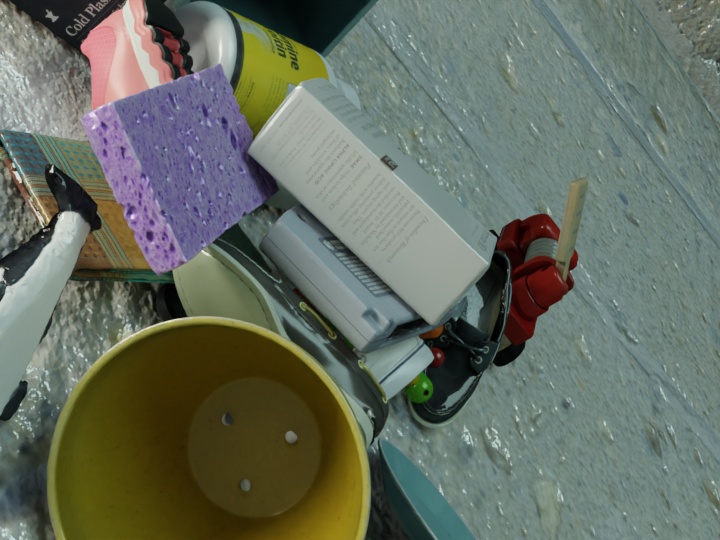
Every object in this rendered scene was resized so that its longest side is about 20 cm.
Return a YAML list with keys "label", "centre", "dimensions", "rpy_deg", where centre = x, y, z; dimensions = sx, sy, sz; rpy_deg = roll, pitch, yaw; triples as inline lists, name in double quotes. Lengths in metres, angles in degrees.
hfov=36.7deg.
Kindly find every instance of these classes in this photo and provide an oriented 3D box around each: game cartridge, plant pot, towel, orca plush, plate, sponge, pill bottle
- label: "game cartridge"
  centre: [0.000, 0.000, 0.878]
  dimensions: [0.133, 0.042, 0.200]
  rpy_deg: [41, 17, 16]
- label: "plant pot"
  centre: [-0.091, -0.365, 1.122]
  dimensions: [0.195, 0.196, 0.201]
  rpy_deg: [16, 40, -48]
- label: "towel"
  centre: [-0.173, -0.045, 0.841]
  dimensions: [0.199, 0.022, 0.147]
  rpy_deg: [2, 45, -52]
- label: "orca plush"
  centre: [-0.236, 0.020, 0.668]
  dimensions: [0.105, 0.070, 0.202]
  rpy_deg: [88, 19, -66]
- label: "plant pot"
  centre: [-0.084, 0.128, 0.711]
  dimensions: [0.202, 0.199, 0.142]
  rpy_deg: [60, 6, 3]
- label: "plate"
  centre: [0.070, 0.228, 0.916]
  dimensions: [0.201, 0.026, 0.200]
  rpy_deg: [51, 2, -3]
- label: "sponge"
  centre: [-0.121, -0.079, 0.772]
  dimensions: [0.113, 0.030, 0.200]
  rpy_deg: [66, 19, -11]
- label: "pill bottle"
  centre: [-0.092, -0.164, 1.003]
  dimensions: [0.199, 0.111, 0.113]
  rpy_deg: [13, 52, -50]

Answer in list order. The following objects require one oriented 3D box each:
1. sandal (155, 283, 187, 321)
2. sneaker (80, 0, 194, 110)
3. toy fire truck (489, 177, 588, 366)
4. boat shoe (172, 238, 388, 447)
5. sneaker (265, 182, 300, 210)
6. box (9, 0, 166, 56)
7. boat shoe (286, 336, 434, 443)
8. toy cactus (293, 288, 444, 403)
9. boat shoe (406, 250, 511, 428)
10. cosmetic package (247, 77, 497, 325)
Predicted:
- label: "sandal"
  centre: [-0.080, 0.051, 0.891]
  dimensions: [0.200, 0.048, 0.076]
  rpy_deg: [31, 39, -37]
- label: "sneaker"
  centre: [-0.166, -0.114, 0.862]
  dimensions: [0.074, 0.086, 0.202]
  rpy_deg: [10, 60, -68]
- label: "toy fire truck"
  centre: [0.200, -0.018, 1.208]
  dimensions: [0.129, 0.199, 0.176]
  rpy_deg: [50, 32, -13]
- label: "boat shoe"
  centre: [-0.058, 0.052, 0.806]
  dimensions: [0.202, 0.072, 0.061]
  rpy_deg: [50, 35, 0]
- label: "sneaker"
  centre: [-0.028, -0.066, 1.046]
  dimensions: [0.199, 0.073, 0.071]
  rpy_deg: [4, 56, -54]
- label: "box"
  centre: [-0.220, -0.309, 0.860]
  dimensions: [0.196, 0.199, 0.125]
  rpy_deg: [35, 36, -32]
- label: "boat shoe"
  centre: [-0.021, 0.095, 0.882]
  dimensions: [0.199, 0.071, 0.070]
  rpy_deg: [-36, 91, -36]
- label: "toy cactus"
  centre: [0.014, 0.025, 1.025]
  dimensions: [0.200, 0.102, 0.165]
  rpy_deg: [44, 23, -7]
- label: "boat shoe"
  centre: [0.105, 0.061, 1.073]
  dimensions: [0.074, 0.066, 0.200]
  rpy_deg: [32, 58, 3]
- label: "cosmetic package"
  centre: [0.014, -0.058, 0.859]
  dimensions: [0.200, 0.074, 0.102]
  rpy_deg: [41, 17, -1]
